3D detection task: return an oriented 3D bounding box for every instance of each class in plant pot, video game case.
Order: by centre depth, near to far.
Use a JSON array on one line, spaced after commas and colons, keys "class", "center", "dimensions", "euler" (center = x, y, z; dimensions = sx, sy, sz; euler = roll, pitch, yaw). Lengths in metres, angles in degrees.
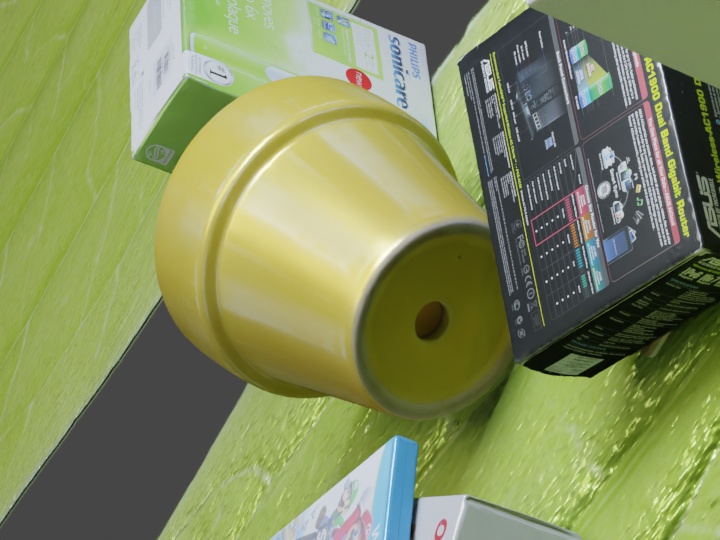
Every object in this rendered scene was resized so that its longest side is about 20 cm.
[{"class": "video game case", "center": [-0.028, 0.198, 1.560], "dimensions": [0.200, 0.018, 0.143], "euler": [-43, 32, 49]}, {"class": "plant pot", "center": [0.000, 0.000, 1.680], "dimensions": [0.189, 0.200, 0.201], "euler": [33, 102, 52]}]

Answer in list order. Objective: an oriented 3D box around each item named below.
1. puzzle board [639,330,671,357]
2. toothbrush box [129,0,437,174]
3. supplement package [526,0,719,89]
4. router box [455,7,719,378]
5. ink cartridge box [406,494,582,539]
[{"class": "puzzle board", "center": [0.177, -0.061, 1.537], "dimensions": [0.151, 0.017, 0.200], "euler": [-61, 23, 22]}, {"class": "toothbrush box", "center": [-0.053, -0.118, 1.868], "dimensions": [0.086, 0.200, 0.146], "euler": [-51, 28, 35]}, {"class": "supplement package", "center": [0.200, -0.163, 1.329], "dimensions": [0.117, 0.200, 0.117], "euler": [-25, 49, 59]}, {"class": "router box", "center": [0.137, -0.062, 1.476], "dimensions": [0.150, 0.062, 0.201], "euler": [-35, 55, 43]}, {"class": "ink cartridge box", "center": [0.032, 0.209, 1.548], "dimensions": [0.200, 0.083, 0.146], "euler": [-14, 57, 64]}]
